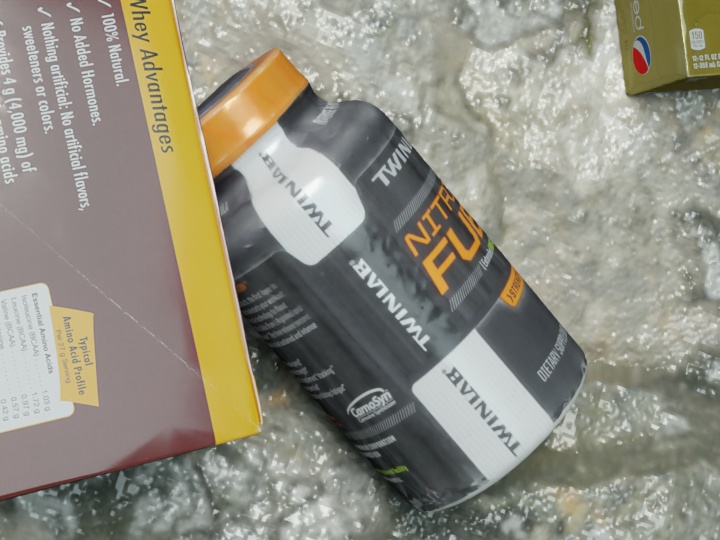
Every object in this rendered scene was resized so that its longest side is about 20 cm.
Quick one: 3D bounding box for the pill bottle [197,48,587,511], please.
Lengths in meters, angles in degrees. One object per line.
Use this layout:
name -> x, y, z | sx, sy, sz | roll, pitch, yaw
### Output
pill bottle -> 0.000, 0.000, 0.834 | 0.106, 0.106, 0.200 | -44, 102, -17

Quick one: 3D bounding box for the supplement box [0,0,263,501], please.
supplement box -> -0.167, -0.009, 0.758 | 0.199, 0.133, 0.199 | -12, 90, -20

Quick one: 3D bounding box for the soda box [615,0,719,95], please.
soda box -> 0.229, -0.131, 0.950 | 0.198, 0.064, 0.068 | -7, 89, -21
